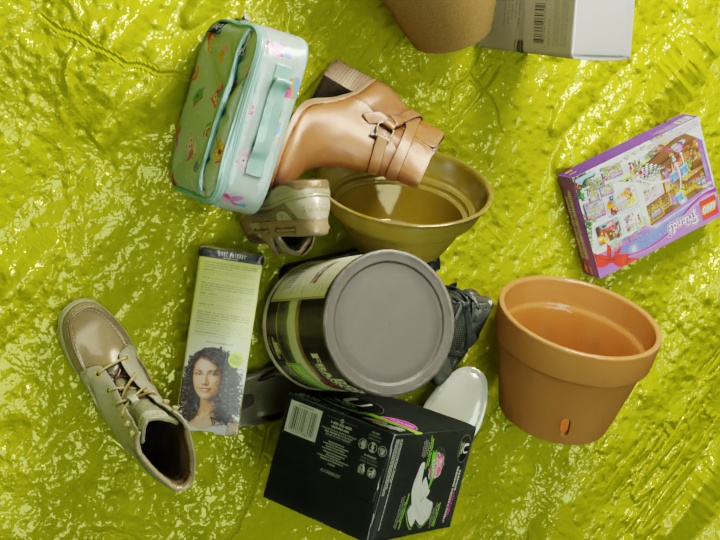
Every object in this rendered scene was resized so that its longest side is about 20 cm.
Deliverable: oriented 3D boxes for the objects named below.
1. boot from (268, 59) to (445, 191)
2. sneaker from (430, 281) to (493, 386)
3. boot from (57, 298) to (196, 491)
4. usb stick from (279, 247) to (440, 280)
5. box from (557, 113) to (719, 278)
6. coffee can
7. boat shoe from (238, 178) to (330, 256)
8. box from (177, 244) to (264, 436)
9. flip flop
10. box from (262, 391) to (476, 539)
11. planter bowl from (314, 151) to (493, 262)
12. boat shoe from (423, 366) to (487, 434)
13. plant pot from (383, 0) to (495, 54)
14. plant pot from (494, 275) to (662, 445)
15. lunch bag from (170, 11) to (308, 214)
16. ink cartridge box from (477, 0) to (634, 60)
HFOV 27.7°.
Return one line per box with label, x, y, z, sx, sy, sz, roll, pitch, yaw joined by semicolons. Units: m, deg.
boot;-0.006;-0.126;1.584;0.154;0.077;0.201;33;49;1
sneaker;0.085;0.035;1.698;0.114;0.076;0.200;-45;133;-15
boot;-0.243;0.130;1.537;0.072;0.154;0.202;-30;111;-16
usb stick;0.000;0.000;1.691;0.198;0.033;0.056;-14;99;-21
box;0.352;-0.094;1.828;0.198;0.039;0.138;-25;109;-18
coffee can;-0.006;0.057;1.559;0.144;0.200;0.149;1;87;-22
boat shoe;-0.083;-0.046;1.549;0.070;0.200;0.065;-6;83;-19
box;-0.155;0.076;1.605;0.074;0.050;0.203;7;92;-5
flip flop;-0.089;0.136;1.663;0.198;0.057;0.082;-16;104;-19
box;0.014;0.214;1.634;0.199;0.147;0.126;8;99;-59
planter bowl;0.045;-0.061;1.623;0.198;0.201;0.084;-8;123;-23
boat shoe;0.097;0.211;1.765;0.071;0.060;0.204;24;88;10
plant pot;0.078;-0.346;1.588;0.185;0.186;0.202;-27;123;-17
plant pot;0.248;0.114;1.751;0.198;0.200;0.142;-1;117;-24
lunch bag;-0.129;-0.166;1.525;0.076;0.160;0.203;13;96;-26
ink cartridge box;0.217;-0.316;1.630;0.085;0.200;0.149;-2;102;-25
